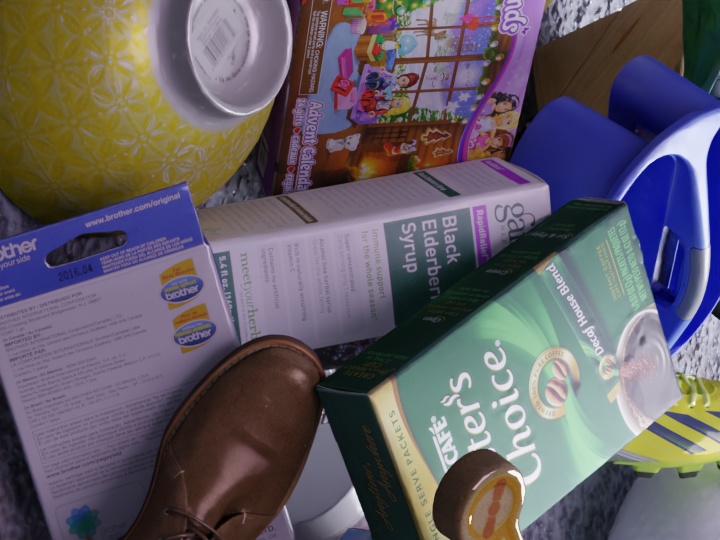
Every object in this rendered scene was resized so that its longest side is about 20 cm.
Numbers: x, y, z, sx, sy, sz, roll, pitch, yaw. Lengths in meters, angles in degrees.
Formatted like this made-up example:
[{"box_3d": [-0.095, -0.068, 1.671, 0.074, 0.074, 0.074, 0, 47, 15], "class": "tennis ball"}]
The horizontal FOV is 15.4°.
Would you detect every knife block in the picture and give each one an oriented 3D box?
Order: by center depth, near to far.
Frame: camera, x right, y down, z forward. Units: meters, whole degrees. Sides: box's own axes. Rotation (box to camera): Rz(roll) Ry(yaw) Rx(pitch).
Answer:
[{"box_3d": [0.166, -0.075, 1.619, 0.064, 0.199, 0.176, 47, 27, -41], "class": "knife block"}]

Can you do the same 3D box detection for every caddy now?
[{"box_3d": [0.155, -0.019, 1.494, 0.141, 0.105, 0.201, -29, 143, -32], "class": "caddy"}]

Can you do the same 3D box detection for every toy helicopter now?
[{"box_3d": [0.064, 0.170, 1.297, 0.132, 0.079, 0.201, -35, 133, -21], "class": "toy helicopter"}]

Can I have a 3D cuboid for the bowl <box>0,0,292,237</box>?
[{"box_3d": [-0.099, -0.116, 1.337, 0.199, 0.107, 0.202, -3, 93, -50], "class": "bowl"}]

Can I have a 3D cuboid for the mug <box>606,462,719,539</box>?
[{"box_3d": [0.225, 0.196, 1.688, 0.200, 0.146, 0.177, 101, 1, -66], "class": "mug"}]

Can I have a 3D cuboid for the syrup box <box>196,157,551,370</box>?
[{"box_3d": [0.000, 0.000, 1.405, 0.198, 0.081, 0.079, -10, 105, -14], "class": "syrup box"}]

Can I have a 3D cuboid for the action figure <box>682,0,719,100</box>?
[{"box_3d": [0.209, -0.093, 1.566, 0.118, 0.054, 0.201, -82, 174, -61], "class": "action figure"}]

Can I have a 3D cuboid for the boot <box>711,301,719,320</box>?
[{"box_3d": [0.203, 0.017, 1.734, 0.200, 0.076, 0.169, 53, 49, -29], "class": "boot"}]

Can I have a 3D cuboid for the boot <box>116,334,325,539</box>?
[{"box_3d": [-0.076, 0.125, 1.296, 0.073, 0.075, 0.201, 31, 97, -15], "class": "boot"}]

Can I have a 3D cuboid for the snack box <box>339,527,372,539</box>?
[{"box_3d": [0.021, 0.262, 1.378, 0.200, 0.067, 0.169, 52, 61, -25], "class": "snack box"}]

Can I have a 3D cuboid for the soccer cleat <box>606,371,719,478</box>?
[{"box_3d": [0.165, 0.081, 1.635, 0.199, 0.065, 0.084, -4, 106, -14], "class": "soccer cleat"}]

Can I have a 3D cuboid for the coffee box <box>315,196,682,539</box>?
[{"box_3d": [0.075, 0.063, 1.350, 0.200, 0.044, 0.124, -34, 116, -34], "class": "coffee box"}]

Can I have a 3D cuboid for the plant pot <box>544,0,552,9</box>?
[{"box_3d": [0.090, -0.284, 1.439, 0.194, 0.200, 0.196, 35, 61, -12], "class": "plant pot"}]

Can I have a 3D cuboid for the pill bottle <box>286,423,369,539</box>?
[{"box_3d": [0.018, 0.174, 1.487, 0.200, 0.110, 0.111, 54, 52, -37], "class": "pill bottle"}]

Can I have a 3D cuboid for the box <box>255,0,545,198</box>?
[{"box_3d": [0.024, -0.125, 1.407, 0.136, 0.039, 0.201, -4, 132, -16], "class": "box"}]

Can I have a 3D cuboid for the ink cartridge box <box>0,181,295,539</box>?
[{"box_3d": [-0.115, 0.060, 1.327, 0.118, 0.042, 0.201, -17, 112, -5], "class": "ink cartridge box"}]
